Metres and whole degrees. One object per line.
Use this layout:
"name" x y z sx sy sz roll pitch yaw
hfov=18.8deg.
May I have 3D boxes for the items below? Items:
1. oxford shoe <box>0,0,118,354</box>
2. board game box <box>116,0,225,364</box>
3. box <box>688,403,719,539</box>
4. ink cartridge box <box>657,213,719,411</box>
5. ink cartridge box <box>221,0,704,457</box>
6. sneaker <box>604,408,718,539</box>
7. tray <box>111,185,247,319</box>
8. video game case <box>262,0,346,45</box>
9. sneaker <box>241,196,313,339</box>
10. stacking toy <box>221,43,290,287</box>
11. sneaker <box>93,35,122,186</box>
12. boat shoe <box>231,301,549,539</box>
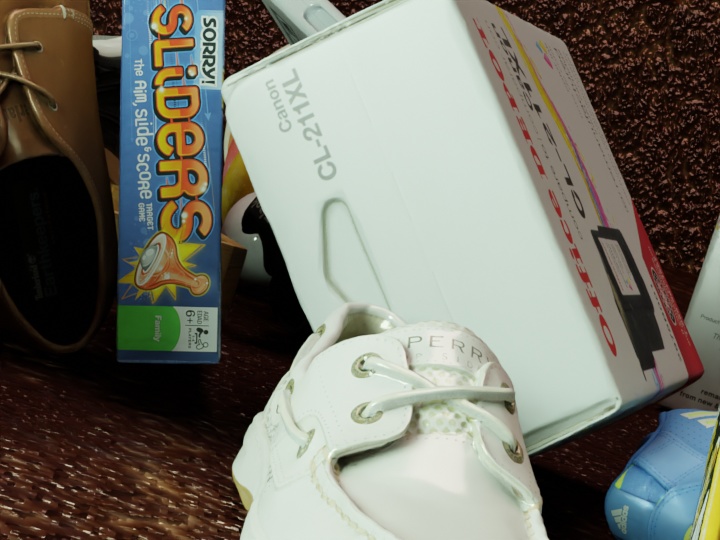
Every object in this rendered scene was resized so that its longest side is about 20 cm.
"oxford shoe" -0.115 -0.068 0.708 0.071 0.201 0.071 -19 18 -9
"board game box" -0.066 -0.043 0.781 0.034 0.137 0.200 1 4 -4
"box" 0.182 0.084 0.554 0.199 0.050 0.160 19 27 8
"ink cartridge box" 0.243 -0.010 1.211 0.083 0.202 0.145 19 5 16
"ink cartridge box" 0.044 -0.008 0.749 0.082 0.147 0.200 -24 -6 14
"sneaker" 0.151 0.066 0.713 0.104 0.076 0.199 17 11 35
"tray" -0.132 -0.025 1.005 0.098 0.037 0.200 15 5 -24
"video game case" 0.037 -0.040 1.032 0.182 0.023 0.200 48 -5 43
"sneaker" 0.000 0.000 0.988 0.076 0.087 0.200 52 -2 32
"stacking toy" -0.029 -0.034 1.167 0.145 0.147 0.200 18 24 8
"sneaker" -0.134 -0.078 0.970 0.079 0.075 0.200 14 4 24
"boat shoe" 0.009 0.045 0.544 0.070 0.070 0.200 18 6 -16
